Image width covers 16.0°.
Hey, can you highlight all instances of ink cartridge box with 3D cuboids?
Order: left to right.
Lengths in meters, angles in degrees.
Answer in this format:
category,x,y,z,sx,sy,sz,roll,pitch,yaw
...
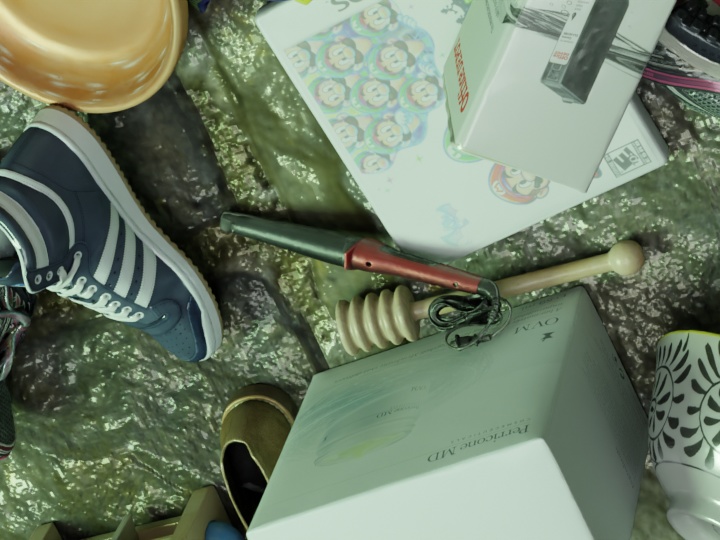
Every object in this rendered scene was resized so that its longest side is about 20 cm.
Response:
category,x,y,z,sx,sy,sz,roll,pitch,yaw
ink cartridge box,0.122,-0.163,1.426,0.084,0.144,0.200,21,111,-9

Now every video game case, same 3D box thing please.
category,x,y,z,sx,sy,sz,roll,pitch,yaw
video game case,0.062,-0.113,1.556,0.182,0.024,0.200,-25,110,23

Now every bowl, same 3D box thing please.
category,x,y,z,sx,sy,sz,roll,pitch,yaw
bowl,0.246,0.130,1.540,0.201,0.201,0.094,34,76,-7

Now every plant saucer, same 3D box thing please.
category,x,y,z,sx,sy,sz,roll,pitch,yaw
plant saucer,-0.186,-0.186,1.532,0.200,0.037,0.200,19,136,19

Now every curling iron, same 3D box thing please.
category,x,y,z,sx,sy,sz,roll,pitch,yaw
curling iron,0.000,0.000,1.605,0.200,0.026,0.050,22,94,16

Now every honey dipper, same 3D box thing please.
category,x,y,z,sx,sy,sz,roll,pitch,yaw
honey dipper,0.083,0.015,1.613,0.200,0.038,0.038,-13,114,16

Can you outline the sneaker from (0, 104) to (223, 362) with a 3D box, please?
category,x,y,z,sx,sy,sz,roll,pitch,yaw
sneaker,-0.172,0.006,1.604,0.070,0.109,0.200,-3,130,46

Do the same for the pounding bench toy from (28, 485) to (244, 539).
category,x,y,z,sx,sy,sz,roll,pitch,yaw
pounding bench toy,-0.152,0.257,1.697,0.156,0.200,0.124,-15,113,20

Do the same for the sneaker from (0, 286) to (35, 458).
category,x,y,z,sx,sy,sz,roll,pitch,yaw
sneaker,-0.246,0.037,1.661,0.075,0.081,0.200,1,117,8

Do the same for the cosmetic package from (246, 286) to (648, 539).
category,x,y,z,sx,sy,sz,roll,pitch,yaw
cosmetic package,0.060,0.130,1.584,0.199,0.200,0.123,-20,112,20

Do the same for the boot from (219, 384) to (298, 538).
category,x,y,z,sx,sy,sz,roll,pitch,yaw
boot,-0.052,0.180,1.708,0.074,0.075,0.200,-13,115,16

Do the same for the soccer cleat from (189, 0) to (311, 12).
category,x,y,z,sx,sy,sz,roll,pitch,yaw
soccer cleat,-0.022,-0.201,1.507,0.200,0.065,0.084,-9,122,19

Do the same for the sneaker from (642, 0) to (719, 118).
category,x,y,z,sx,sy,sz,roll,pitch,yaw
sneaker,0.245,-0.110,1.495,0.200,0.081,0.075,32,141,-1
